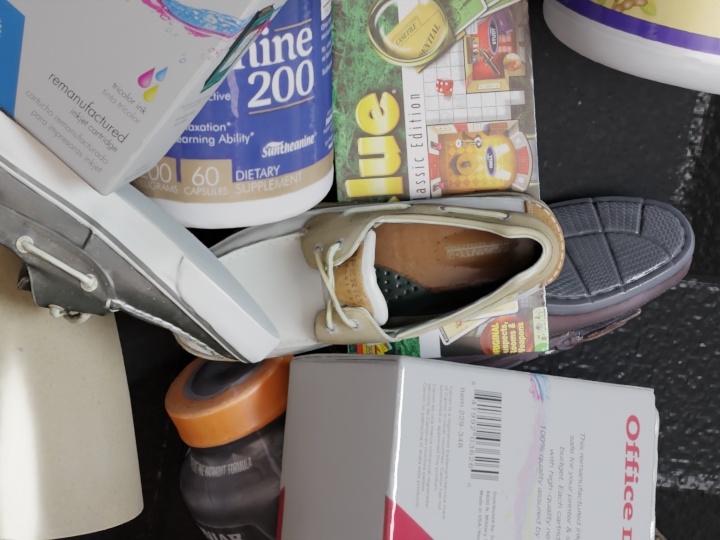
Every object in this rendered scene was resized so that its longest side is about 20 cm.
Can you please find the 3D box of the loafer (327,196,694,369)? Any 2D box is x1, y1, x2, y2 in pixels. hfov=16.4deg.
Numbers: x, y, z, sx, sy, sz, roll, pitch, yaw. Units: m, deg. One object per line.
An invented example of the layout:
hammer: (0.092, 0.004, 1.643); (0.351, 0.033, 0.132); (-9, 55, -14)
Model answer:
loafer: (0.080, 0.017, 1.322); (0.199, 0.072, 0.063); (-18, 143, 0)

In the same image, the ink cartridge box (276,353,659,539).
ink cartridge box: (0.055, 0.123, 1.261); (0.200, 0.085, 0.148); (11, 80, -46)

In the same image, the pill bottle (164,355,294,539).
pill bottle: (-0.026, 0.130, 1.314); (0.106, 0.106, 0.200); (-29, 113, 1)

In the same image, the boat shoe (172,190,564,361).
boat shoe: (0.000, 0.000, 1.222); (0.199, 0.068, 0.075); (-15, 95, 3)

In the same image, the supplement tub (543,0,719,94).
supplement tub: (0.176, -0.197, 1.206); (0.145, 0.145, 0.201); (6, 109, -14)

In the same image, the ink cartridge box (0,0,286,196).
ink cartridge box: (-0.085, -0.147, 1.084); (0.116, 0.067, 0.200); (41, 108, 3)

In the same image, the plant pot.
plant pot: (-0.198, 0.016, 1.209); (0.187, 0.187, 0.201); (0, 96, -11)

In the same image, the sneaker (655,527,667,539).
sneaker: (0.154, 0.196, 1.409); (0.075, 0.071, 0.200); (-32, 110, 21)

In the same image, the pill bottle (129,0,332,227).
pill bottle: (-0.070, -0.131, 1.191); (0.111, 0.111, 0.201); (-5, 112, -10)

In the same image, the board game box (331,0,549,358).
board game box: (0.038, -0.055, 1.262); (0.104, 0.023, 0.201); (-4, 95, 3)

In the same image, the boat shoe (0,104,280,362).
boat shoe: (-0.127, -0.013, 1.132); (0.200, 0.071, 0.064); (38, 96, -11)
